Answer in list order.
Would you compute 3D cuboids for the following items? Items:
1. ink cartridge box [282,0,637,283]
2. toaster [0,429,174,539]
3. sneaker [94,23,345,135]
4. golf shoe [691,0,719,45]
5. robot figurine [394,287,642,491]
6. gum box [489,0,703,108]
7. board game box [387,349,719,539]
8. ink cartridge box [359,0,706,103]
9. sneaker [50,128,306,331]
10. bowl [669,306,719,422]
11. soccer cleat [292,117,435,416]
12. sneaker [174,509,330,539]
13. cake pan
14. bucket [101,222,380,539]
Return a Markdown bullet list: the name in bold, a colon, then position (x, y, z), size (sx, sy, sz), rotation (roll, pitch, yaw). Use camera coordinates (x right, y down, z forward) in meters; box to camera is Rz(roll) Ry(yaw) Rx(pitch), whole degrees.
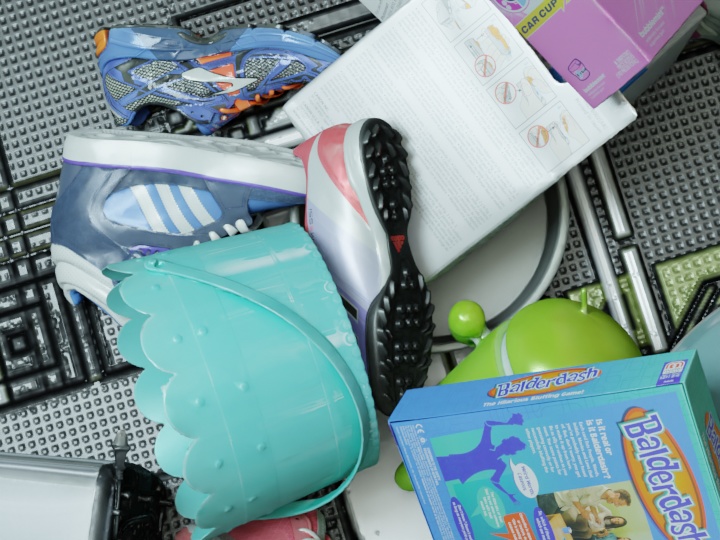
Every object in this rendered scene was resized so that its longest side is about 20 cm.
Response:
- **ink cartridge box**: position (0.070, -0.109, 1.433), size (0.200, 0.050, 0.161), rotation (-38, 86, 19)
- **toaster**: position (-0.205, 0.207, 1.418), size (0.118, 0.181, 0.200), rotation (6, 83, 7)
- **sneaker**: position (-0.095, -0.137, 1.524), size (0.200, 0.075, 0.079), rotation (1, 90, 12)
- **golf shoe**: position (0.270, -0.201, 1.507), size (0.200, 0.075, 0.092), rotation (43, 76, 3)
- **robot figurine**: position (0.113, 0.099, 1.417), size (0.176, 0.116, 0.200), rotation (50, 125, 7)
- **gum box**: position (0.177, -0.212, 1.385), size (0.114, 0.066, 0.200), rotation (46, 50, -4)
- **board game box**: position (0.135, 0.137, 1.331), size (0.200, 0.045, 0.152), rotation (-9, 114, 26)
- **ink cartridge box**: position (0.118, -0.190, 1.484), size (0.200, 0.084, 0.146), rotation (44, 68, 9)
- **sneaker**: position (-0.124, -0.019, 1.495), size (0.200, 0.081, 0.147), rotation (7, 102, 8)
- **bowl**: position (0.272, 0.087, 1.412), size (0.201, 0.201, 0.105), rotation (-38, 62, -2)
- **soccer cleat**: position (0.000, 0.000, 1.414), size (0.073, 0.068, 0.200), rotation (-10, 86, 36)
- **sneaker**: position (-0.049, 0.199, 1.422), size (0.087, 0.074, 0.200), rotation (-44, 37, -14)
- **cake pan**: position (0.050, -0.038, 1.508), size (0.200, 0.037, 0.201), rotation (-1, 81, 4)
- **bucket**: position (-0.079, 0.071, 1.409), size (0.135, 0.207, 0.207), rotation (-19, 80, -11)
